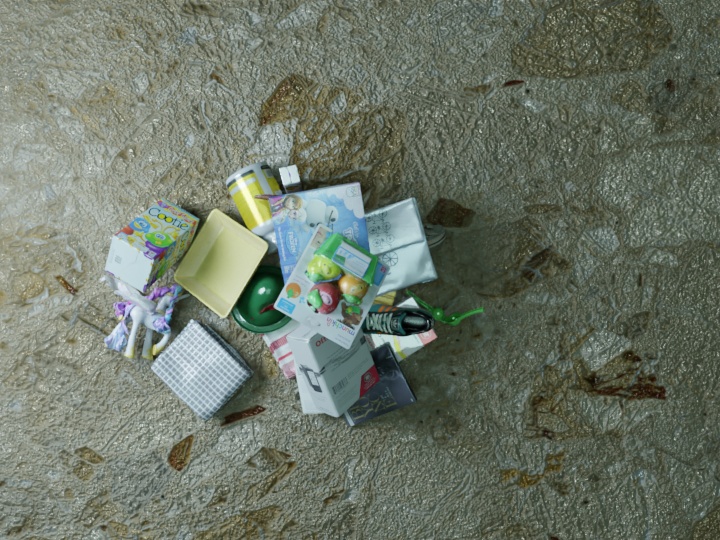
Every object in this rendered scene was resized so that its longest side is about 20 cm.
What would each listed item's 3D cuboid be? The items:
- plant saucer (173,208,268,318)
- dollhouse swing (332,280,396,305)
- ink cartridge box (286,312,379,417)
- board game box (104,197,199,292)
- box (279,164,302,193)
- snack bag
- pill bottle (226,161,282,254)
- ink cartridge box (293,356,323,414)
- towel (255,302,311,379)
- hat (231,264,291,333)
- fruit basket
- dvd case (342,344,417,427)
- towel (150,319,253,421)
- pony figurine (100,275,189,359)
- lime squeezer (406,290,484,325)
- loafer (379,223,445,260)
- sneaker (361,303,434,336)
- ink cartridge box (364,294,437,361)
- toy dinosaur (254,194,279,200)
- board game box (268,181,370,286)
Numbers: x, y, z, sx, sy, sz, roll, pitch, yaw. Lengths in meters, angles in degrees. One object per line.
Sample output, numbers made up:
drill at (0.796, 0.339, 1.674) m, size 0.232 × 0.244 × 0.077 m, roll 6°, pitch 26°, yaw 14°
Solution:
plant saucer at (-0.321, -0.015, 1.484) m, size 0.199 × 0.048 × 0.201 m, roll 32°, pitch 91°, yaw 28°
dollhouse swing at (0.000, 0.000, 1.469) m, size 0.175 × 0.182 × 0.202 m, roll 17°, pitch 90°, yaw 10°
ink cartridge box at (-0.058, 0.194, 1.383) m, size 0.145 × 0.083 × 0.201 m, roll -35°, pitch 116°, yaw -35°
board game box at (-0.469, -0.061, 1.425) m, size 0.103 × 0.200 × 0.105 m, roll 29°, pitch 125°, yaw -1°
box at (-0.157, -0.203, 1.439) m, size 0.038 × 0.200 × 0.042 m, roll -13°, pitch 91°, yaw -4°
snack bag at (0.062, -0.043, 1.412) m, size 0.187 × 0.021 × 0.201 m, roll -18°, pitch 103°, yaw -2°
pill bottle at (-0.227, -0.145, 1.482) m, size 0.111 × 0.112 × 0.201 m, roll -26°, pitch 91°, yaw -1°
ink cartridge box at (-0.096, 0.235, 1.486) m, size 0.108 × 0.050 × 0.202 m, roll -7°, pitch 100°, yaw 13°
towel at (-0.167, 0.147, 1.531) m, size 0.143 × 0.023 × 0.201 m, roll -31°, pitch 91°, yaw -1°
hat at (-0.227, 0.050, 1.436) m, size 0.199 × 0.176 × 0.167 m, roll -18°, pitch 79°, yaw 0°
fruit basket at (-0.053, 0.032, 1.296) m, size 0.185 × 0.094 × 0.201 m, roll 31°, pitch 73°, yaw -13°
dvd case at (0.018, 0.277, 1.493) m, size 0.199 × 0.016 × 0.149 m, roll -27°, pitch 92°, yaw 27°
towel at (-0.380, 0.235, 1.497) m, size 0.200 × 0.086 × 0.166 m, roll 43°, pitch 89°, yaw -1°
pony figurine at (-0.515, 0.100, 1.469) m, size 0.192 × 0.166 × 0.201 m, roll 27°, pitch 87°, yaw -40°
lime squeezer at (0.201, 0.100, 1.513) m, size 0.199 × 0.071 × 0.038 m, roll 13°, pitch 56°, yaw 27°
loafer at (0.121, -0.080, 1.473) m, size 0.199 × 0.072 × 0.063 m, roll -20°, pitch 121°, yaw -28°
sneaker at (0.070, 0.114, 1.430) m, size 0.198 × 0.080 × 0.072 m, roll -2°, pitch 91°, yaw 5°
ink cartridge box at (0.071, 0.161, 1.506) m, size 0.199 × 0.067 × 0.117 m, roll -33°, pitch 90°, yaw 6°
toy dinosaur at (-0.117, -0.168, 1.456) m, size 0.200 × 0.182 × 0.105 m, roll 43°, pitch 124°, yaw -14°
board game box at (-0.084, -0.076, 1.356) m, size 0.197 × 0.043 × 0.202 m, roll -11°, pitch 101°, yaw -7°
